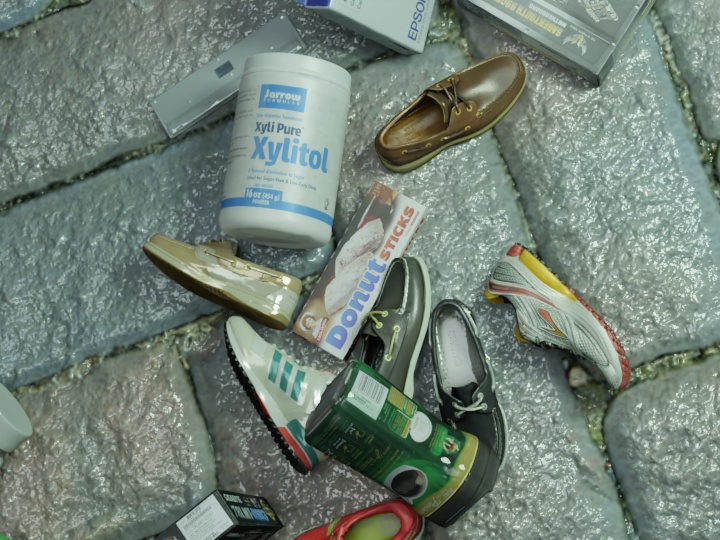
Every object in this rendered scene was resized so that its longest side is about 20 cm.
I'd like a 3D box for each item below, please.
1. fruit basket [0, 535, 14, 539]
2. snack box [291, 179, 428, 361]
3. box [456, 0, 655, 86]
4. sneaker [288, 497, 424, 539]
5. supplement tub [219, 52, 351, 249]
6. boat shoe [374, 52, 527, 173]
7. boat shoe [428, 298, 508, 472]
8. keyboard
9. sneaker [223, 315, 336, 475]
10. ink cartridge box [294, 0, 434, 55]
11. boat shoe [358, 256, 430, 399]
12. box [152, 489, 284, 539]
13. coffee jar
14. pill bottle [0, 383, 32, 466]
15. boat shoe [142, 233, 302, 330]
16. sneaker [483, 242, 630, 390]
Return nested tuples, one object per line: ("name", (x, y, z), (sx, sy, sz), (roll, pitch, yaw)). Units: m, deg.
("fruit basket", (-0.415, 0.367, 1.639), (0.185, 0.200, 0.094), (40, 104, 14))
("snack box", (0.000, 0.000, 1.715), (0.072, 0.024, 0.201), (28, 86, 13))
("box", (0.233, -0.330, 1.719), (0.199, 0.048, 0.159), (32, 88, 15))
("sneaker", (-0.025, 0.302, 1.633), (0.199, 0.085, 0.077), (-31, 75, 4))
("supplement tub", (-0.085, -0.133, 1.702), (0.131, 0.132, 0.202), (5, 81, 12))
("boat shoe", (0.104, -0.184, 1.707), (0.199, 0.068, 0.072), (-33, 75, 3))
("boat shoe", (0.117, 0.129, 1.650), (0.073, 0.060, 0.202), (-10, 78, 7))
("keyboard", (-0.160, -0.236, 1.799), (0.199, 0.011, 0.057), (-33, 70, 3))
("sneaker", (-0.079, 0.128, 1.694), (0.093, 0.070, 0.201), (-28, 73, -14))
("ink cartridge box", (0.012, -0.374, 1.706), (0.043, 0.199, 0.198), (5, 79, 51))
("boat shoe", (0.030, 0.078, 1.663), (0.060, 0.072, 0.203), (13, 81, -29))
("box", (-0.193, 0.316, 1.604), (0.198, 0.200, 0.050), (-37, 75, 3))
("coffee jar", (0.046, 0.188, 1.586), (0.199, 0.104, 0.086), (34, 43, -9))
("pill bottle", (-0.486, 0.216, 1.725), (0.200, 0.110, 0.110), (-39, 75, 2))
("boat shoe", (-0.157, 0.000, 1.727), (0.199, 0.074, 0.070), (26, 74, 13))
("sneaker", (0.218, 0.063, 1.642), (0.082, 0.078, 0.200), (-47, 66, 4))
